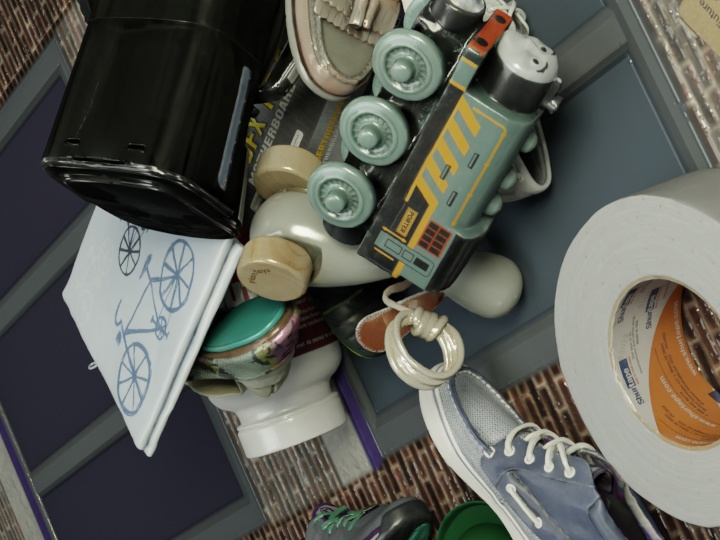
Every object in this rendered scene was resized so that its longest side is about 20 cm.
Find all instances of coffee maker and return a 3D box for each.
[{"bbox_3d":[-0.130,-0.140,1.187,0.134,0.191,0.202,-5,66,48],"label":"coffee maker"}]

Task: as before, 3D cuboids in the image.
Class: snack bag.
[{"bbox_3d":[-0.157,0.001,1.344,0.200,0.021,0.190,52,126,46],"label":"snack bag"}]

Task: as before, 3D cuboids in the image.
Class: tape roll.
[{"bbox_3d":[0.205,0.045,1.084,0.200,0.066,0.202,28,126,46],"label":"tape roll"}]

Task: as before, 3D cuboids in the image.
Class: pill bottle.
[{"bbox_3d":[-0.081,0.036,1.432,0.113,0.112,0.202,-19,90,55],"label":"pill bottle"}]

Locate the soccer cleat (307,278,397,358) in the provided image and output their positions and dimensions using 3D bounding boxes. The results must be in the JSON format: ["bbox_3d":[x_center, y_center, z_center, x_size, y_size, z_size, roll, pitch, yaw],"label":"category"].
[{"bbox_3d":[-0.009,-0.036,1.342,0.081,0.067,0.202,-19,87,54],"label":"soccer cleat"}]

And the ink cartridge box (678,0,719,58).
[{"bbox_3d":[0.270,-0.127,0.904,0.200,0.075,0.165,52,143,24],"label":"ink cartridge box"}]

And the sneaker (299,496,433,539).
[{"bbox_3d":[-0.011,0.211,1.456,0.088,0.074,0.200,61,145,21],"label":"sneaker"}]

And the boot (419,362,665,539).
[{"bbox_3d":[0.125,0.130,1.242,0.201,0.072,0.090,53,135,11],"label":"boot"}]

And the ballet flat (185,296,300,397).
[{"bbox_3d":[-0.094,0.059,1.335,0.199,0.069,0.071,-7,123,51],"label":"ballet flat"}]

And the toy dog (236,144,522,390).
[{"bbox_3d":[0.000,0.000,1.255,0.199,0.132,0.096,36,153,2],"label":"toy dog"}]

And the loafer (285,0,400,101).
[{"bbox_3d":[0.000,-0.206,1.178,0.063,0.072,0.202,-26,47,47],"label":"loafer"}]

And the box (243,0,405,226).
[{"bbox_3d":[-0.060,-0.145,1.317,0.158,0.048,0.201,40,114,36],"label":"box"}]

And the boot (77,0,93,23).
[{"bbox_3d":[-0.150,-0.183,1.460,0.162,0.073,0.200,16,117,47],"label":"boot"}]

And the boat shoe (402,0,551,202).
[{"bbox_3d":[0.077,-0.140,1.175,0.068,0.072,0.202,-4,99,38],"label":"boat shoe"}]

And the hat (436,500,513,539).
[{"bbox_3d":[0.047,0.265,1.306,0.166,0.175,0.201,46,138,31],"label":"hat"}]

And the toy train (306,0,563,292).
[{"bbox_3d":[0.047,-0.080,1.140,0.113,0.085,0.201,31,127,3],"label":"toy train"}]
